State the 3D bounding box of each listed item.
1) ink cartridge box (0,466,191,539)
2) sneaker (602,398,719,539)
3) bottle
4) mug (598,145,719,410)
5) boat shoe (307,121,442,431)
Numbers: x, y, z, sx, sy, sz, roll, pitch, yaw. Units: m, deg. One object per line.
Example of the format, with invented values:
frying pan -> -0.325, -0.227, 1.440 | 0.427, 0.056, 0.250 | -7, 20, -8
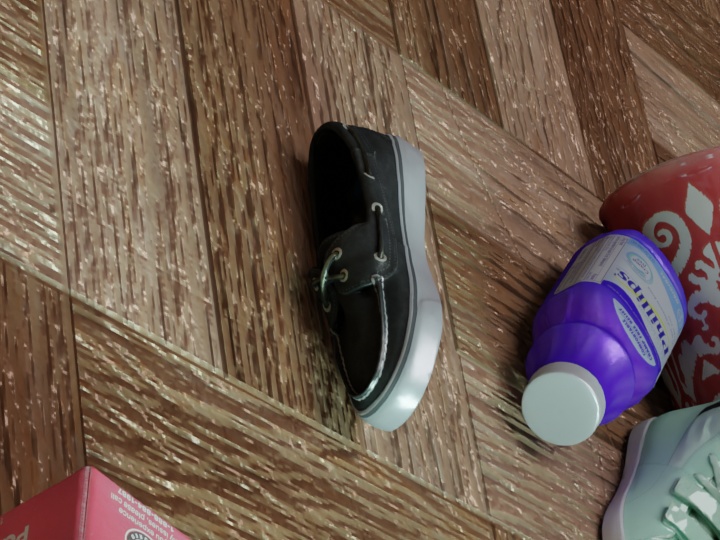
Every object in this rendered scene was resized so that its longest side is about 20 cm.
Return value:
ink cartridge box -> -0.089, 0.200, 0.977 | 0.146, 0.085, 0.200 | 41, 30, -33
sneaker -> 0.212, 0.135, 1.530 | 0.074, 0.118, 0.200 | 50, 29, -23
bottle -> 0.144, 0.043, 1.560 | 0.084, 0.065, 0.200 | 57, 27, -8
mug -> 0.260, 0.037, 1.704 | 0.177, 0.133, 0.200 | 15, 54, -53
boat shoe -> 0.000, 0.000, 1.367 | 0.057, 0.069, 0.200 | 23, 40, -23
